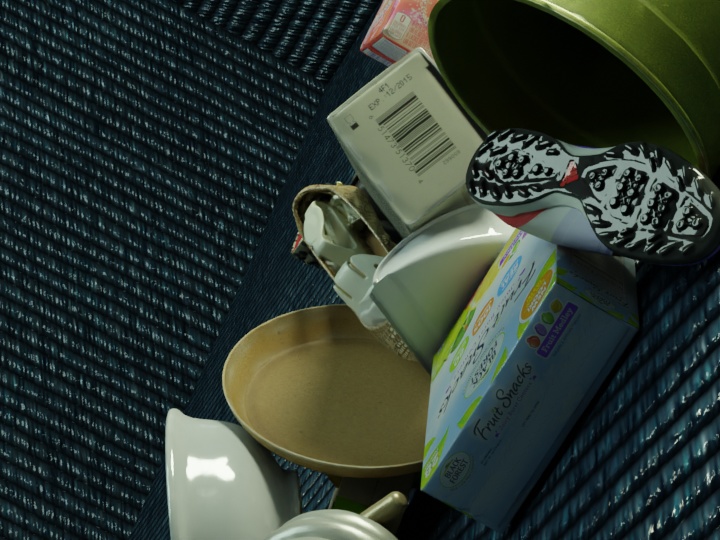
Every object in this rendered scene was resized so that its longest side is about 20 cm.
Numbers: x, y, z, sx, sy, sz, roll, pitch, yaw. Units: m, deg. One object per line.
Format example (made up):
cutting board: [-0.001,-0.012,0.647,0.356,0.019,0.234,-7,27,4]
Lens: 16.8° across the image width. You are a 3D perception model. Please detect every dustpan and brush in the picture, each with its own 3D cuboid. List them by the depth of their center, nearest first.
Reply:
dustpan and brush: [0.112,-0.012,1.696,0.200,0.140,0.057,-33,36,6]

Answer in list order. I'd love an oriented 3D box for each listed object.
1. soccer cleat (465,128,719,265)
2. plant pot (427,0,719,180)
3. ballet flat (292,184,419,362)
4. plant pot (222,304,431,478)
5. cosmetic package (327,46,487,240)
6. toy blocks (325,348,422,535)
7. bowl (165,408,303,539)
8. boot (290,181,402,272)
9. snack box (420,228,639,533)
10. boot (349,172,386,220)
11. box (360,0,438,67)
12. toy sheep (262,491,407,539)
soccer cleat: [0.151,-0.038,1.446,0.200,0.073,0.068,16,78,47]
plant pot: [0.177,-0.166,1.483,0.193,0.200,0.200,-52,3,-19]
ballet flat: [0.000,0.000,1.795,0.071,0.065,0.200,-62,36,18]
plant pot: [-0.001,0.090,1.754,0.200,0.199,0.028,-73,-12,-57]
cosmetic package: [0.048,-0.075,1.754,0.087,0.104,0.200,-38,-11,-1]
toy blocks: [0.009,0.161,1.826,0.137,0.100,0.200,109,-179,-46]
bowl: [-0.084,0.193,1.733,0.201,0.090,0.202,174,90,-90]
boot: [0.035,-0.042,2.072,0.074,0.153,0.204,-57,7,43]
snack box: [0.109,0.047,1.569,0.169,0.067,0.200,-59,9,22]
boot: [0.053,-0.020,1.903,0.199,0.069,0.174,-3,43,32]
box: [0.112,-0.159,1.773,0.095,0.199,0.103,-62,7,-5]
toy sheep: [-0.020,0.223,1.603,0.138,0.138,0.200,-59,-11,25]
